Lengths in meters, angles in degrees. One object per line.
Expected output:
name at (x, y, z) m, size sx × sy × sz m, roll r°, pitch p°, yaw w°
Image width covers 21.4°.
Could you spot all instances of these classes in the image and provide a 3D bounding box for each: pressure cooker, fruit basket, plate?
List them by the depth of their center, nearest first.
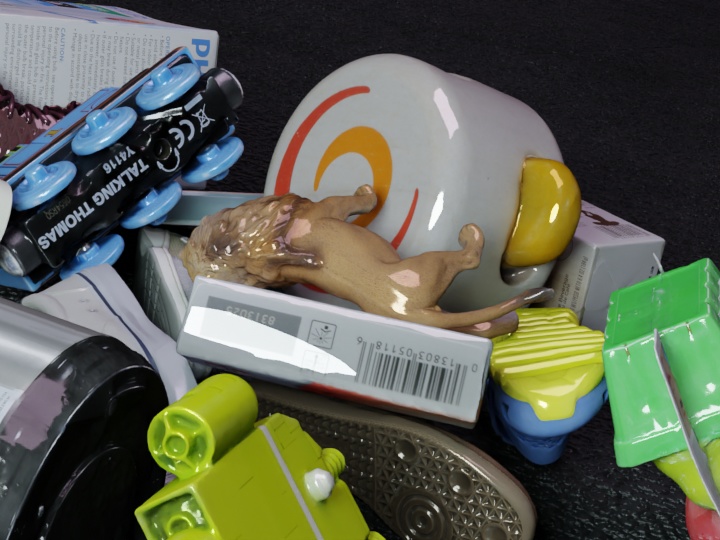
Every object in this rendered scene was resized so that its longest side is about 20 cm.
pressure cooker at (-0.199, 0.082, 0.807) m, size 0.199 × 0.179 × 0.176 m, roll 17°, pitch 22°, yaw 15°
fruit basket at (0.203, 0.099, 1.035) m, size 0.094 × 0.200 × 0.185 m, roll -27°, pitch 10°, yaw 17°
plate at (-0.134, -0.046, 1.358) m, size 0.199 × 0.026 × 0.200 m, roll 3°, pitch 2°, yaw 0°

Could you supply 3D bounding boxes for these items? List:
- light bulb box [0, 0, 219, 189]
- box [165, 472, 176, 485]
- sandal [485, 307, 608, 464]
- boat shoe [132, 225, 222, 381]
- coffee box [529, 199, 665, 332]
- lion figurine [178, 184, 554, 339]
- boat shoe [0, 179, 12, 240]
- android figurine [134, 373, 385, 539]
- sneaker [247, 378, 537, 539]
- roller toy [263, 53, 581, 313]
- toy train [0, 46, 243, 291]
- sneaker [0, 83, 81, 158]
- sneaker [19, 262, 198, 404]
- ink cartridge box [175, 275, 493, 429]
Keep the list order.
light bulb box at (-0.241, -0.140, 1.456) m, size 0.199 × 0.125 × 0.198 m, roll 0°, pitch 12°, yaw -32°
box at (-0.110, 0.131, 0.951) m, size 0.200 × 0.033 × 0.121 m, roll 23°, pitch 22°, yaw 31°
sandal at (0.111, 0.075, 1.133) m, size 0.079 × 0.087 × 0.200 m, roll -2°, pitch 7°, yaw 3°
boat shoe at (-0.108, 0.020, 1.214) m, size 0.065 × 0.075 × 0.202 m, roll 4°, pitch 13°, yaw -12°
coffee box at (0.106, -0.004, 1.357) m, size 0.080 × 0.115 × 0.200 m, roll -6°, pitch 25°, yaw -43°
lion figurine at (0.000, 0.000, 1.105) m, size 0.200 × 0.073 × 0.122 m, roll 15°, pitch 20°, yaw 37°
boat shoe at (-0.286, -0.039, 1.184) m, size 0.060 × 0.072 × 0.201 m, roll 20°, pitch -11°, yaw -35°
android figurine at (-0.034, 0.133, 0.833) m, size 0.041 × 0.183 × 0.200 m, roll -26°, pitch 1°, yaw 21°
sneaker at (0.021, 0.097, 1.067) m, size 0.200 × 0.071 × 0.075 m, roll 22°, pitch 28°, yaw 27°
roller toy at (0.041, -0.044, 1.263) m, size 0.139 × 0.200 × 0.183 m, roll 14°, pitch 41°, yaw -43°
toy train at (-0.165, -0.066, 1.224) m, size 0.200 × 0.087 × 0.114 m, roll -42°, pitch 27°, yaw -24°
sneaker at (-0.222, -0.108, 1.312) m, size 0.200 × 0.116 × 0.076 m, roll -29°, pitch 16°, yaw -17°
sneaker at (-0.140, 0.066, 1.089) m, size 0.071 × 0.073 × 0.200 m, roll -23°, pitch 33°, yaw -17°
ink cartridge box at (-0.013, 0.054, 1.064) m, size 0.162 × 0.050 × 0.200 m, roll 13°, pitch -11°, yaw 3°
